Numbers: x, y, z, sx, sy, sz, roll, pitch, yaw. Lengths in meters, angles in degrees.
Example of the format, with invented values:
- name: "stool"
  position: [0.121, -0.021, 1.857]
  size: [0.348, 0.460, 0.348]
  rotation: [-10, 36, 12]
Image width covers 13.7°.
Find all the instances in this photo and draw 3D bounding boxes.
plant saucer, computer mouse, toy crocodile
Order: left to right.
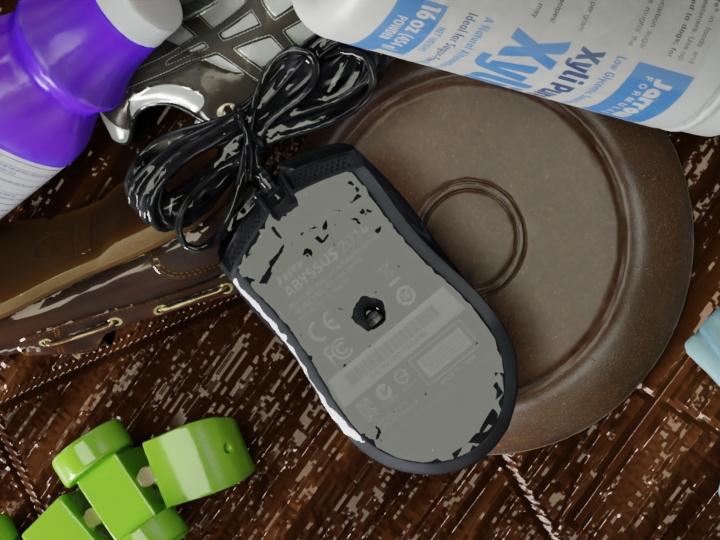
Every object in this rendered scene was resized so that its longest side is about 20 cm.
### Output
- name: "toy crocodile"
  position: [-0.139, 0.131, 1.433]
  size: [0.200, 0.062, 0.068]
  rotation: [-38, 81, 17]
- name: "computer mouse"
  position: [0.000, 0.000, 1.355]
  size: [0.138, 0.053, 0.201]
  rotation: [-34, 88, 4]
- name: "plant saucer"
  position: [0.054, -0.014, 1.389]
  size: [0.199, 0.034, 0.202]
  rotation: [0, 91, 14]

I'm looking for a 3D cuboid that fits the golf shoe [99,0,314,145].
- name: "golf shoe"
  position: [-0.039, -0.106, 1.398]
  size: [0.199, 0.078, 0.095]
  rotation: [-6, 94, 25]

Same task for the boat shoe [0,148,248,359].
- name: "boat shoe"
  position: [-0.133, 0.010, 1.423]
  size: [0.199, 0.071, 0.071]
  rotation: [-18, 126, 21]

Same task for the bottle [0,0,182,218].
- name: "bottle"
  position: [-0.167, -0.074, 1.383]
  size: [0.200, 0.083, 0.066]
  rotation: [-37, 55, 26]

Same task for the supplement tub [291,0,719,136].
- name: "supplement tub"
  position: [0.079, -0.141, 1.286]
  size: [0.199, 0.132, 0.133]
  rotation: [14, 95, -20]

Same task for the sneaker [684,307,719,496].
- name: "sneaker"
  position: [0.207, 0.102, 1.332]
  size: [0.082, 0.074, 0.201]
  rotation: [-27, 73, 19]
